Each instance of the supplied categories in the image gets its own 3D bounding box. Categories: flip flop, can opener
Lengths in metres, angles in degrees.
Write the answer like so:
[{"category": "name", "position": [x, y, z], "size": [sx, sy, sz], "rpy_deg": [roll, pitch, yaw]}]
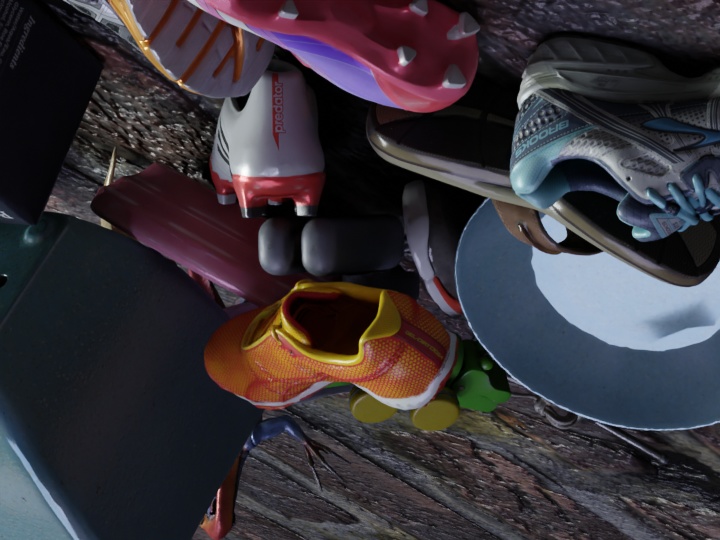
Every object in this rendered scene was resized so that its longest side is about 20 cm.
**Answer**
[{"category": "flip flop", "position": [0.094, -0.043, 0.975], "size": [0.199, 0.081, 0.058], "rpy_deg": [20, 141, 15]}, {"category": "can opener", "position": [0.000, 0.000, 1.110], "size": [0.053, 0.068, 0.200], "rpy_deg": [1, -177, 22]}]

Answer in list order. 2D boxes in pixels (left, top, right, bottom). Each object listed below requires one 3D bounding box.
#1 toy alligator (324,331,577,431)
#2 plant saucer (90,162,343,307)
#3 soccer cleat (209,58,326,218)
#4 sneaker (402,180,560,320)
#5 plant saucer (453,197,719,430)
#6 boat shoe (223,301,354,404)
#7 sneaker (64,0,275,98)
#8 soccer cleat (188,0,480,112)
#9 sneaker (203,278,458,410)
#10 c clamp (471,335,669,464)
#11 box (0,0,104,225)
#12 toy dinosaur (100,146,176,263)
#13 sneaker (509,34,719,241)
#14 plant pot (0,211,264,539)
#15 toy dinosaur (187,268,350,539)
[{"category": "toy alligator", "position": [0.052, 0.058, 1.132], "size": [0.198, 0.060, 0.054], "rpy_deg": [9, 134, -20]}, {"category": "plant saucer", "position": [-0.076, -0.014, 1.213], "size": [0.199, 0.051, 0.201], "rpy_deg": [29, 179, 1]}, {"category": "soccer cleat", "position": [-0.051, -0.078, 1.074], "size": [0.068, 0.086, 0.200], "rpy_deg": [0, -174, -6]}, {"category": "sneaker", "position": [0.098, -0.004, 1.145], "size": [0.081, 0.078, 0.200], "rpy_deg": [-23, 141, 25]}, {"category": "plant saucer", "position": [0.153, 0.008, 1.067], "size": [0.199, 0.039, 0.202], "rpy_deg": [13, 134, 13]}, {"category": "boat shoe", "position": [-0.052, 0.060, 1.363], "size": [0.071, 0.073, 0.199], "rpy_deg": [8, 179, 43]}, {"category": "sneaker", "position": [-0.120, -0.156, 0.927], "size": [0.200, 0.079, 0.077], "rpy_deg": [39, 167, -35]}, {"category": "soccer cleat", "position": [-0.034, -0.130, 0.910], "size": [0.199, 0.067, 0.076], "rpy_deg": [23, 159, -20]}, {"category": "sneaker", "position": [-0.028, 0.032, 1.049], "size": [0.077, 0.073, 0.199], "rpy_deg": [40, 151, -29]}, {"category": "c clamp", "position": [0.159, 0.072, 1.330], "size": [0.170, 0.027, 0.200], "rpy_deg": [23, 163, 6]}, {"category": "box", "position": [-0.295, -0.126, 1.099], "size": [0.195, 0.118, 0.200], "rpy_deg": [6, 158, 35]}, {"category": "toy dinosaur", "position": [-0.169, -0.006, 1.339], "size": [0.058, 0.102, 0.200], "rpy_deg": [-16, 160, 0]}, {"category": "sneaker", "position": [0.164, -0.049, 0.894], "size": [0.199, 0.087, 0.078], "rpy_deg": [9, 158, 28]}, {"category": "plant pot", "position": [-0.204, 0.065, 1.176], "size": [0.195, 0.197, 0.201], "rpy_deg": [8, 143, 33]}, {"category": "toy dinosaur", "position": [-0.107, 0.104, 1.432], "size": [0.199, 0.183, 0.105], "rpy_deg": [32, 158, -29]}]
